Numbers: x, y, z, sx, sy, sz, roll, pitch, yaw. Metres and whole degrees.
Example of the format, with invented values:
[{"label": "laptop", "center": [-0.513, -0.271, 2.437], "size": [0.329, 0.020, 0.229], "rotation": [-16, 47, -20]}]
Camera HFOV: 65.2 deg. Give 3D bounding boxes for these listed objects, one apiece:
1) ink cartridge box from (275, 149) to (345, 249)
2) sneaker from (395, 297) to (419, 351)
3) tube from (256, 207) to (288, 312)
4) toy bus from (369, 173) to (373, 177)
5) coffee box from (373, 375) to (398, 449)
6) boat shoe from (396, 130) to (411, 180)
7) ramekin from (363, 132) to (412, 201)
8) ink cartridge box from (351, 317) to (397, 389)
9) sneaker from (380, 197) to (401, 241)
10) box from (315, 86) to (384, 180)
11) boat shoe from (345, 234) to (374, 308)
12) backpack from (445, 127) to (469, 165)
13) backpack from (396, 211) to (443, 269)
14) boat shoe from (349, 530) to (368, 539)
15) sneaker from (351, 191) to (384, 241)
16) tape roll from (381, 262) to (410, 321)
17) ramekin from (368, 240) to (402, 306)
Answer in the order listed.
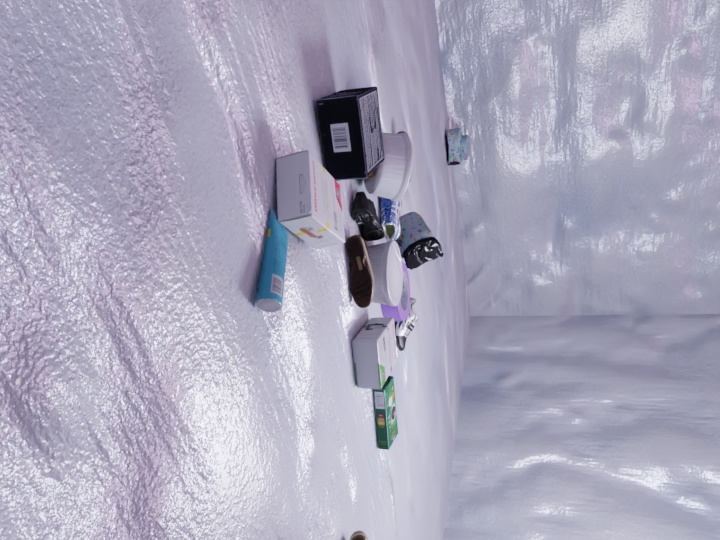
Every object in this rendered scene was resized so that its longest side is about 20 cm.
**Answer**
[{"label": "ink cartridge box", "center": [-0.108, -0.150, 1.235], "size": [0.200, 0.081, 0.151], "rotation": [38, 44, -67]}, {"label": "sneaker", "center": [0.175, 0.197, 2.103], "size": [0.074, 0.085, 0.208], "rotation": [35, 56, -69]}, {"label": "tube", "center": [-0.170, -0.020, 1.116], "size": [0.078, 0.049, 0.206], "rotation": [65, 23, -55]}, {"label": "toy bus", "center": [0.005, -0.385, 1.661], "size": [0.078, 0.063, 0.208], "rotation": [29, 61, -69]}, {"label": "coffee box", "center": [0.084, 0.467, 1.854], "size": [0.123, 0.042, 0.208], "rotation": [-33, 119, -69]}, {"label": "boat shoe", "center": [0.165, -0.425, 2.157], "size": [0.066, 0.069, 0.208], "rotation": [-65, 153, -63]}, {"label": "ramekin", "center": [0.078, -0.319, 1.708], "size": [0.200, 0.094, 0.209], "rotation": [-175, -90, -72]}, {"label": "ink cartridge box", "center": [0.047, 0.244, 1.696], "size": [0.200, 0.081, 0.152], "rotation": [-40, 126, -68]}, {"label": "sneaker", "center": [0.105, -0.195, 1.937], "size": [0.077, 0.073, 0.207], "rotation": [-60, 143, -65]}, {"label": "box", "center": [-0.022, -0.363, 1.483], "size": [0.199, 0.119, 0.207], "rotation": [-52, 139, -61]}, {"label": "boat shoe", "center": [0.006, -0.001, 1.618], "size": [0.075, 0.072, 0.210], "rotation": [-42, 128, -74]}, {"label": "backpack", "center": [0.587, -0.757, 3.412], "size": [0.178, 0.146, 0.206], "rotation": [-55, 135, -59]}, {"label": "backpack", "center": [0.204, -0.118, 2.090], "size": [0.202, 0.162, 0.129], "rotation": [-114, -172, -48]}, {"label": "boat shoe", "center": [0.000, 0.781, 1.547], "size": [0.077, 0.069, 0.207], "rotation": [-87, 175, -64]}, {"label": "sneaker", "center": [0.028, -0.163, 1.708], "size": [0.201, 0.073, 0.094], "rotation": [63, 23, -57]}, {"label": "tape roll", "center": [0.125, 0.075, 1.992], "size": [0.199, 0.063, 0.208], "rotation": [-3, 90, -71]}, {"label": "ramekin", "center": [0.068, 0.010, 1.773], "size": [0.202, 0.091, 0.211], "rotation": [-2, 90, -71]}]
